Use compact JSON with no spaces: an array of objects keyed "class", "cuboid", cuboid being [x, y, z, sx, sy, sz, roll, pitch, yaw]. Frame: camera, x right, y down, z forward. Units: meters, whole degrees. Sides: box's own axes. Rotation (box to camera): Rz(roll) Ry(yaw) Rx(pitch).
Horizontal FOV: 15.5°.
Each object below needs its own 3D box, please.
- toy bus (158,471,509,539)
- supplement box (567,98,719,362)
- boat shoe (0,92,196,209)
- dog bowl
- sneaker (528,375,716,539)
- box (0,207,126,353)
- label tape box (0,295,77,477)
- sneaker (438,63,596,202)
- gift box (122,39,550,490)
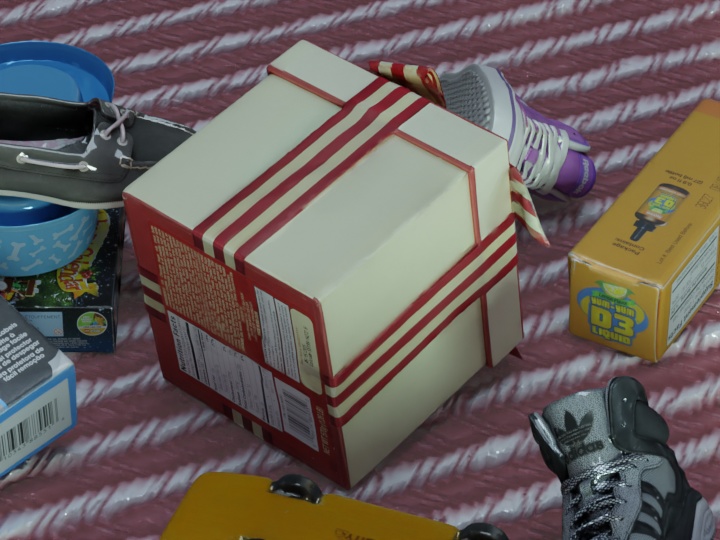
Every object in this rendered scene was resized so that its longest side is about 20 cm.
[{"class":"toy bus","cuboid":[-0.008,0.166,1.405,0.199,0.079,0.065,13,39,16]},{"class":"supplement box","cuboid":[0.202,-0.028,1.664,0.066,0.069,0.200,20,41,24]},{"class":"boat shoe","cuboid":[-0.188,-0.078,1.587,0.199,0.057,0.067,0,39,-2]},{"class":"dog bowl","cuboid":[-0.211,-0.070,1.662,0.111,0.050,0.200,0,39,-2]},{"class":"sneaker","cuboid":[0.124,0.124,1.390,0.075,0.114,0.200,-24,4,23]},{"class":"box","cuboid":[-0.219,-0.025,1.676,0.136,0.038,0.200,-1,38,-1]},{"class":"label tape box","cuboid":[-0.281,0.051,1.521,0.144,0.063,0.200,-36,61,-28]},{"class":"sneaker","cuboid":[0.105,-0.080,1.670,0.114,0.073,0.200,23,8,-8]},{"class":"gift box","cuboid":[0.000,0.000,1.543,0.200,0.185,0.187,31,56,28]}]
